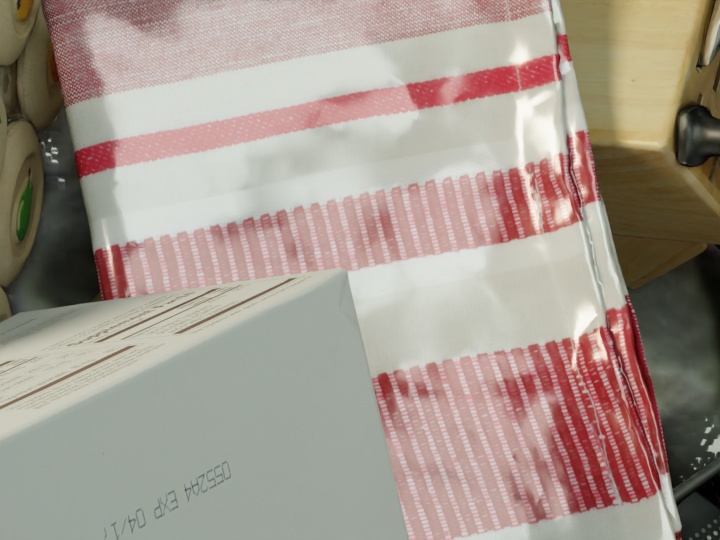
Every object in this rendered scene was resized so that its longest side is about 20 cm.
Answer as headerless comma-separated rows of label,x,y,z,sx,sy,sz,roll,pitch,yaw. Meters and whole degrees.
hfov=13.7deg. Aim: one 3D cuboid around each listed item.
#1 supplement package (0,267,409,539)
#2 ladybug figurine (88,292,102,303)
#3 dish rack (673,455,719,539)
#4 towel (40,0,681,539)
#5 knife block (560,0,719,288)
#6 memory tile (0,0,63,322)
supplement package,-0.079,0.103,0.705,0.200,0.110,0.157,-26,106,-56
ladybug figurine,-0.031,0.057,0.872,0.136,0.072,0.200,41,70,-4
dish rack,0.185,0.126,0.929,0.153,0.055,0.200,-31,88,-20
towel,0.000,0.000,0.828,0.143,0.023,0.201,-12,80,-3
knife block,0.077,-0.057,0.875,0.199,0.176,0.064,21,71,-10
memory tile,-0.111,-0.043,0.809,0.017,0.200,0.154,7,73,9
